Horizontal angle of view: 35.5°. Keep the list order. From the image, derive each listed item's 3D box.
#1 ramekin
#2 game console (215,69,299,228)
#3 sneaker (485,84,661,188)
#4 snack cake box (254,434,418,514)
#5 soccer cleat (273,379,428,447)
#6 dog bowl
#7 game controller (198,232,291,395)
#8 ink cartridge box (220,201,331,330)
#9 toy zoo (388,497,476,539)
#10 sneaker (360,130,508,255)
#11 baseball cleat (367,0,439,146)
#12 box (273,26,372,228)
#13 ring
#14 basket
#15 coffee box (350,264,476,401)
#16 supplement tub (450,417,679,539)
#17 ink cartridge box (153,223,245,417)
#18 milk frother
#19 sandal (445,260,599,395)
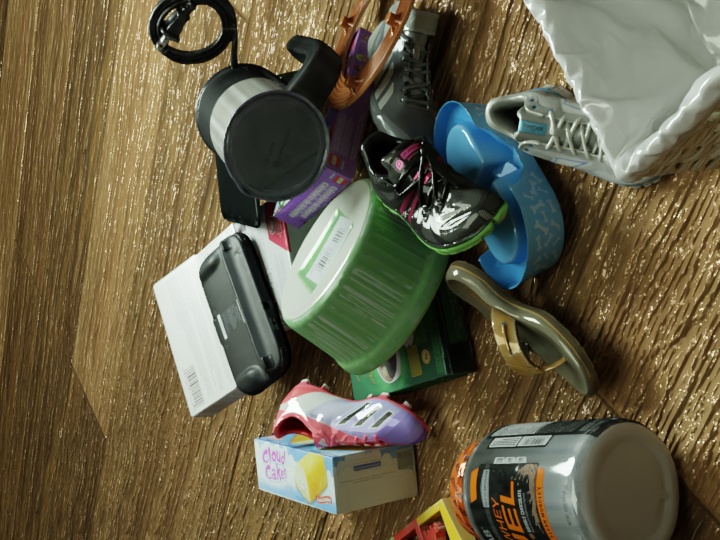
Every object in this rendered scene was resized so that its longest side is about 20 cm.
[{"bbox_3d":[0.000,0.000,1.200,0.200,0.097,0.201,-49,22,27],"label":"ramekin"},{"bbox_3d":[-0.125,-0.160,1.455,0.117,0.176,0.200,52,168,-18],"label":"game console"},{"bbox_3d":[0.183,-0.118,0.984,0.199,0.086,0.076,25,114,54],"label":"sneaker"},{"bbox_3d":[-0.033,0.236,1.356,0.199,0.114,0.068,-3,93,58],"label":"snack cake box"},{"bbox_3d":[-0.012,0.179,1.288,0.198,0.077,0.067,9,142,36],"label":"soccer cleat"},{"bbox_3d":[0.133,-0.079,1.087,0.112,0.049,0.201,106,145,-53],"label":"dog bowl"},{"bbox_3d":[-0.149,0.055,1.427,0.104,0.042,0.202,-43,60,43],"label":"game controller"},{"bbox_3d":[-0.102,-0.006,1.468,0.200,0.083,0.147,-26,73,58],"label":"ink cartridge box"},{"bbox_3d":[0.087,0.341,1.260,0.200,0.020,0.132,-51,51,48],"label":"toy zoo"},{"bbox_3d":[0.059,-0.077,1.056,0.199,0.077,0.084,31,165,50],"label":"sneaker"},{"bbox_3d":[0.048,-0.213,1.183,0.107,0.069,0.202,120,146,-42],"label":"baseball cleat"},{"bbox_3d":[-0.035,-0.164,1.299,0.137,0.039,0.202,-37,34,55],"label":"box"},{"bbox_3d":[0.009,-0.270,1.224,0.201,0.019,0.202,-51,25,34],"label":"ring"},{"bbox_3d":[0.251,-0.198,0.790,0.198,0.159,0.202,-51,52,48],"label":"basket"},{"bbox_3d":[0.048,0.074,1.270,0.200,0.044,0.125,-29,69,56],"label":"coffee box"},{"bbox_3d":[0.174,0.196,1.002,0.199,0.121,0.124,-18,78,58],"label":"supplement tub"},{"bbox_3d":[-0.184,0.068,1.499,0.176,0.044,0.202,-34,65,30],"label":"ink cartridge box"},{"bbox_3d":[-0.138,-0.197,1.223,0.182,0.198,0.188,-69,23,11],"label":"milk frother"},{"bbox_3d":[0.144,0.062,1.055,0.200,0.054,0.081,38,165,35],"label":"sandal"}]
